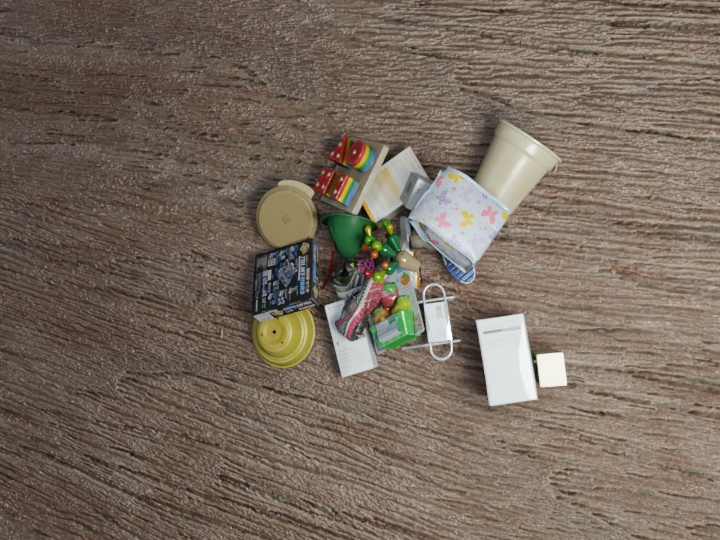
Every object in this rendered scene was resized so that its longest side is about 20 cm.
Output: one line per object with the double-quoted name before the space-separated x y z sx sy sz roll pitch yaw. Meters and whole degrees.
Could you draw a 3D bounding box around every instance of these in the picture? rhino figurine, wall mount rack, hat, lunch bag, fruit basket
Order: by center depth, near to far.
"lunch bag" 0.233 -0.128 1.468 0.198 0.127 0.171 37 78 2
"rhino figurine" 0.216 -0.076 1.564 0.194 0.087 0.062 2 78 14
"fruit basket" 0.078 0.099 1.628 0.183 0.092 0.205 -30 69 38
"wall mount rack" 0.182 0.143 1.638 0.168 0.075 0.207 -8 83 9
"hat" -0.040 -0.042 1.654 0.160 0.200 0.182 6 80 7

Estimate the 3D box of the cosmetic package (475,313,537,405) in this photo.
"cosmetic package" 0.365 0.219 1.518 0.119 0.199 0.207 -9 83 12

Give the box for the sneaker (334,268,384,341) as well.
"sneaker" -0.004 0.083 1.603 0.074 0.080 0.204 32 98 29

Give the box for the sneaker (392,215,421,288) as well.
"sneaker" 0.112 -0.048 1.670 0.089 0.076 0.207 -8 82 17

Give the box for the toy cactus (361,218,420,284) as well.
"toy cactus" 0.075 -0.036 1.569 0.162 0.203 0.103 25 130 -16

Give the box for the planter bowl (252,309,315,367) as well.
"planter bowl" -0.233 0.175 1.724 0.194 0.083 0.207 -1 84 14

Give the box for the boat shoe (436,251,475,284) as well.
"boat shoe" 0.246 -0.049 1.635 0.071 0.072 0.203 -33 73 6

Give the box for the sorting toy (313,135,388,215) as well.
"sorting toy" -0.038 -0.275 1.666 0.199 0.069 0.203 29 93 57

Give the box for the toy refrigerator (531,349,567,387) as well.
"toy refrigerator" 0.459 0.238 1.494 0.068 0.200 0.078 -7 84 12

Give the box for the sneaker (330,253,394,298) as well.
"sneaker" 0.000 0.000 1.642 0.197 0.087 0.075 -29 44 18

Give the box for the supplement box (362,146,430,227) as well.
"supplement box" 0.093 -0.230 1.688 0.197 0.073 0.128 -33 78 9

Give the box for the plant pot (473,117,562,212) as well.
"plant pot" 0.387 -0.260 1.576 0.199 0.200 0.186 37 105 13

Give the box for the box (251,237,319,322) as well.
"box" -0.209 0.026 1.698 0.193 0.050 0.205 -15 56 18

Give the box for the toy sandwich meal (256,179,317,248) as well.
"toy sandwich meal" -0.210 -0.161 1.755 0.198 0.070 0.212 2 107 5

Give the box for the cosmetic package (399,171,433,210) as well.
"cosmetic package" 0.213 -0.178 1.593 0.195 0.108 0.087 22 105 -12

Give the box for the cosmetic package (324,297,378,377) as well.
"cosmetic package" -0.025 0.181 1.680 0.099 0.074 0.206 -17 82 11
